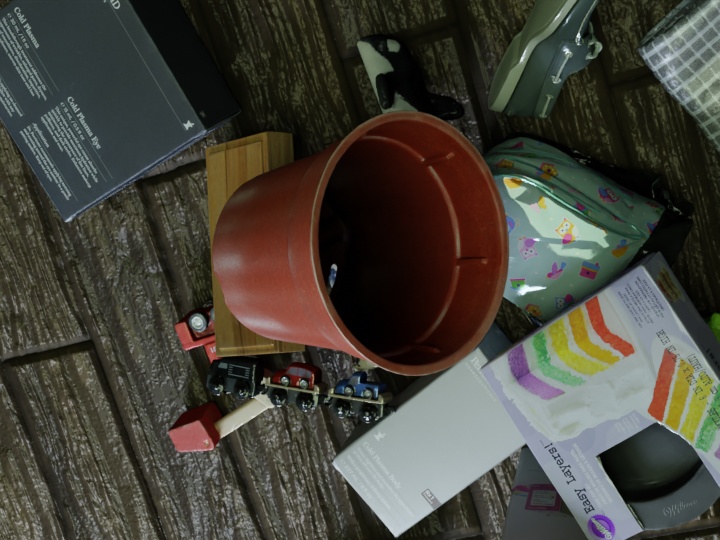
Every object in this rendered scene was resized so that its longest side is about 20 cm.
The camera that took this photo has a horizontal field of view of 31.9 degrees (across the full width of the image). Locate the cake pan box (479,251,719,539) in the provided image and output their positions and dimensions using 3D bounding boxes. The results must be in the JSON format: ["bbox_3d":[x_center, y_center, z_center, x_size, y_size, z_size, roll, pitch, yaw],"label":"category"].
[{"bbox_3d":[0.226,0.117,1.060,0.183,0.052,0.202,-34,87,33],"label":"cake pan box"}]

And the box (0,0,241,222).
[{"bbox_3d":[-0.247,-0.184,1.203,0.180,0.104,0.202,-27,99,22],"label":"box"}]

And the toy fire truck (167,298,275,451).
[{"bbox_3d":[-0.120,0.096,1.287,0.197,0.049,0.143,-18,102,19],"label":"toy fire truck"}]

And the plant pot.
[{"bbox_3d":[-0.013,-0.018,1.044,0.194,0.199,0.204,-4,110,53],"label":"plant pot"}]

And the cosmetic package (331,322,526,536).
[{"bbox_3d":[0.083,0.155,1.232,0.200,0.090,0.107,-42,91,26],"label":"cosmetic package"}]

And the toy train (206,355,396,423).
[{"bbox_3d":[-0.058,0.111,1.223,0.197,0.034,0.047,8,92,19],"label":"toy train"}]

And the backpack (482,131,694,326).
[{"bbox_3d":[0.175,-0.033,1.126,0.198,0.127,0.168,33,116,6],"label":"backpack"}]

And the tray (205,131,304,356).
[{"bbox_3d":[-0.102,-0.022,1.195,0.098,0.037,0.204,-7,86,47],"label":"tray"}]

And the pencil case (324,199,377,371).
[{"bbox_3d":[0.000,0.000,1.209,0.088,0.078,0.203,-10,105,35],"label":"pencil case"}]

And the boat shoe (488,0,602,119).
[{"bbox_3d":[0.174,-0.200,1.077,0.061,0.074,0.201,20,143,-10],"label":"boat shoe"}]

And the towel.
[{"bbox_3d":[0.355,-0.191,1.050,0.200,0.086,0.166,-41,94,22],"label":"towel"}]

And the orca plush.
[{"bbox_3d":[0.060,-0.134,1.128,0.070,0.202,0.106,-21,145,4],"label":"orca plush"}]

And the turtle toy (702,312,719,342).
[{"bbox_3d":[0.269,0.120,1.135,0.100,0.146,0.202,24,112,0],"label":"turtle toy"}]

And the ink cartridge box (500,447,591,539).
[{"bbox_3d":[0.177,0.278,1.183,0.083,0.200,0.147,4,109,14],"label":"ink cartridge box"}]
